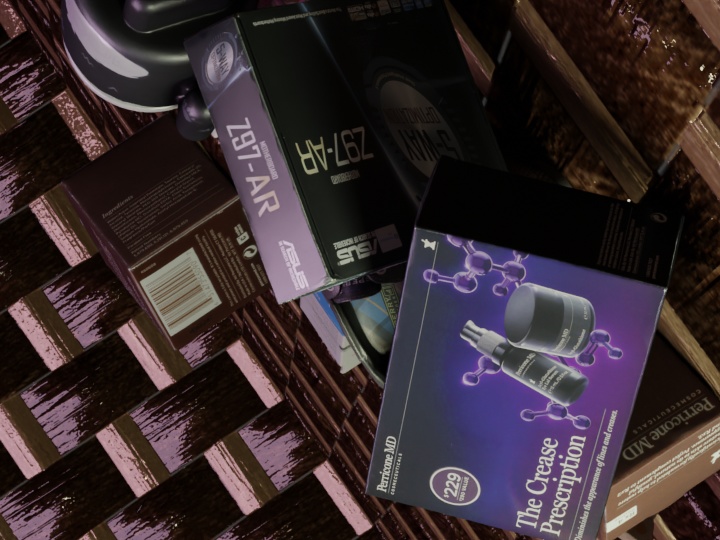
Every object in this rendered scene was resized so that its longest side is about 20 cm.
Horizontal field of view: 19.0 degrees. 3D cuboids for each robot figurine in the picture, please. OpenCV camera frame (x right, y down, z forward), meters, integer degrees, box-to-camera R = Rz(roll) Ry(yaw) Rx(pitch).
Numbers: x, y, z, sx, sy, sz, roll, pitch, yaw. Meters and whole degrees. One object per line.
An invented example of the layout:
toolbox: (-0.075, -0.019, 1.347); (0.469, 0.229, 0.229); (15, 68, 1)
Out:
robot figurine: (-0.130, -0.176, 1.397); (0.125, 0.150, 0.200); (20, 166, -7)

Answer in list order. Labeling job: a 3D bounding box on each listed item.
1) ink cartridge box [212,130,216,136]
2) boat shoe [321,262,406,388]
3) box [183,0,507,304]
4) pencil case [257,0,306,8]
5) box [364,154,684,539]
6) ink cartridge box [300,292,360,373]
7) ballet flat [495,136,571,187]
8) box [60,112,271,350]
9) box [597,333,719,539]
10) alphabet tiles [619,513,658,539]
ink cartridge box: (-0.116, -0.217, 1.605); (0.200, 0.116, 0.067); (56, 172, 3)
boat shoe: (0.000, 0.000, 1.331); (0.066, 0.070, 0.200); (-87, -18, -49)
box: (0.000, -0.080, 1.257); (0.044, 0.200, 0.160); (-21, 88, 39)
pencil case: (-0.035, -0.183, 1.464); (0.087, 0.083, 0.200); (56, 170, 0)
box: (0.089, 0.049, 1.213); (0.141, 0.079, 0.200); (15, 128, 8)
ink cartridge box: (0.013, 0.011, 1.768); (0.067, 0.116, 0.200); (54, 170, 10)
ballet flat: (0.085, -0.054, 1.407); (0.067, 0.046, 0.200); (61, 169, -25)
box: (-0.230, -0.048, 2.619); (0.200, 0.164, 0.166); (48, 168, 41)
box: (0.136, 0.066, 1.380); (0.200, 0.100, 0.075); (50, 163, 31)
alphabet tiles: (0.122, 0.104, 1.445); (0.196, 0.015, 0.200); (35, -155, 0)
